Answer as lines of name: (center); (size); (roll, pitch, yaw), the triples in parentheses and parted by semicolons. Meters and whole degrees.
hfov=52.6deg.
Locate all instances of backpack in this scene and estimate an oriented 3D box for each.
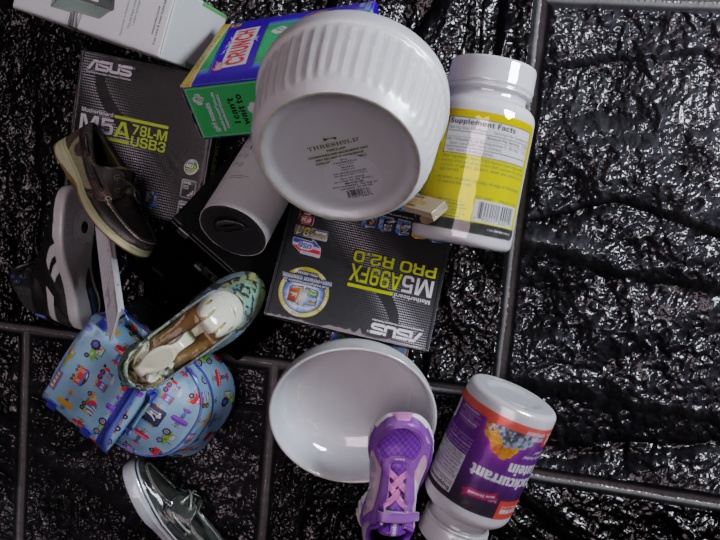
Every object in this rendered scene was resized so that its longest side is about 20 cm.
backpack: (-0.275, 0.157, 0.943); (0.200, 0.135, 0.183); (40, 101, 4)

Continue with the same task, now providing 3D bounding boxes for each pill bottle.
pill bottle: (0.145, 0.237, 0.876); (0.111, 0.111, 0.200); (23, 100, 8)
pill bottle: (0.129, -0.127, 0.805); (0.114, 0.114, 0.200); (11, 92, 10)

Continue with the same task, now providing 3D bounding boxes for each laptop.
laptop: (-0.155, -0.017, 0.940); (0.187, 0.116, 0.200); (43, 131, -10)

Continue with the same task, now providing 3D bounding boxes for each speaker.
speaker: (-0.110, -0.113, 0.847); (0.081, 0.200, 0.081); (13, 142, 11)

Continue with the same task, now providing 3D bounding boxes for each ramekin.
ramekin: (-0.013, -0.141, 0.719); (0.200, 0.105, 0.200); (5, 138, 5)

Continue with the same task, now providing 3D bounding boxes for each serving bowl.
serving bowl: (-0.008, 0.162, 0.890); (0.200, 0.066, 0.200); (1, 116, 2)

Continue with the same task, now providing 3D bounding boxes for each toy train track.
toy train track: (0.018, -0.076, 0.809); (0.200, 0.115, 0.033); (20, 142, 47)

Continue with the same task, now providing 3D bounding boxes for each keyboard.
keyboard: (-0.314, -0.006, 0.902); (0.056, 0.011, 0.200); (-56, 41, 34)

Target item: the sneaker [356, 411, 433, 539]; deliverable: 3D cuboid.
sneaker: (0.041, 0.260, 0.853); (0.080, 0.088, 0.200); (8, 115, -1)

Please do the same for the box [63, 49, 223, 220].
box: (-0.280, -0.173, 0.954); (0.200, 0.048, 0.193); (14, 102, 9)

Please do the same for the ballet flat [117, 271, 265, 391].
ballet flat: (-0.191, 0.074, 0.844); (0.200, 0.074, 0.074); (-40, 87, -7)

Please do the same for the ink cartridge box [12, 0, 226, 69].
ink cartridge box: (-0.289, -0.317, 0.891); (0.200, 0.146, 0.084); (21, 101, 10)

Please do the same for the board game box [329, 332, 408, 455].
board game box: (0.002, 0.146, 0.943); (0.103, 0.019, 0.200); (12, 98, 8)

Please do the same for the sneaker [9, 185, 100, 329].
sneaker: (-0.419, -0.018, 0.969); (0.112, 0.073, 0.200); (7, 111, 13)

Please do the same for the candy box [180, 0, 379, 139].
candy box: (-0.081, -0.232, 0.838); (0.200, 0.169, 0.077); (-5, 131, 14)

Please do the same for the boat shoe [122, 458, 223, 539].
boat shoe: (-0.244, 0.331, 0.995); (0.071, 0.072, 0.200); (-33, 99, 4)

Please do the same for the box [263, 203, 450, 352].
box: (0.000, 0.000, 0.880); (0.200, 0.044, 0.160); (13, 81, 2)

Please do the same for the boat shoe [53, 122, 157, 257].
boat shoe: (-0.307, -0.104, 0.895); (0.065, 0.073, 0.200); (-43, 74, 12)
